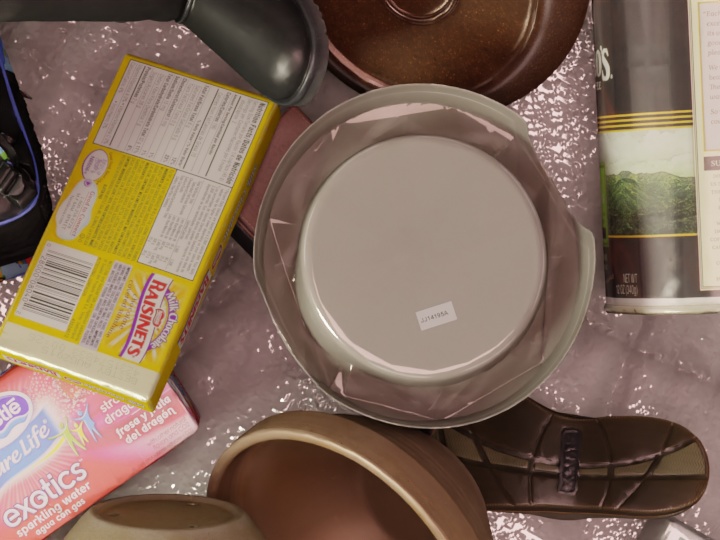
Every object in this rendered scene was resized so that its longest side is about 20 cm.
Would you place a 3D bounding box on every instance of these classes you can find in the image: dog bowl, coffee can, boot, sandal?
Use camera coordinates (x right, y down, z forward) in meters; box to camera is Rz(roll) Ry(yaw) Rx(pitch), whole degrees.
[{"bbox_3d":[0.035,-0.004,1.571,0.198,0.059,0.202,1,80,-3],"label":"dog bowl"},{"bbox_3d":[0.214,-0.078,1.619,0.145,0.146,0.202,-3,92,-3],"label":"coffee can"},{"bbox_3d":[-0.135,-0.157,1.560,0.199,0.165,0.066,5,120,-32],"label":"boot"},{"bbox_3d":[0.116,0.115,1.661,0.198,0.055,0.082,5,72,11],"label":"sandal"}]

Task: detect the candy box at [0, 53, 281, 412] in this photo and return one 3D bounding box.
[{"bbox_3d":[-0.129,-0.025,1.580,0.102,0.026,0.201,19,71,11],"label":"candy box"}]

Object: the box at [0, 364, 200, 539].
[{"bbox_3d":[-0.201,0.109,1.624,0.199,0.100,0.096,-35,93,-1],"label":"box"}]

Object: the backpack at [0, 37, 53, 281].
[{"bbox_3d":[-0.285,-0.088,1.598,0.181,0.135,0.201,-18,75,-3],"label":"backpack"}]

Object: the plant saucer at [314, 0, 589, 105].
[{"bbox_3d":[0.037,-0.178,1.614,0.199,0.035,0.202,8,119,15],"label":"plant saucer"}]

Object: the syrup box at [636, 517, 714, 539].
[{"bbox_3d":[0.253,0.232,1.662,0.199,0.081,0.079,30,91,-2],"label":"syrup box"}]

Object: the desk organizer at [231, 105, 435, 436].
[{"bbox_3d":[0.000,0.000,1.633,0.077,0.072,0.200,-44,85,-7],"label":"desk organizer"}]

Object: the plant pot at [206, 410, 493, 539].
[{"bbox_3d":[0.012,0.160,1.621,0.093,0.200,0.201,-38,94,-42],"label":"plant pot"}]

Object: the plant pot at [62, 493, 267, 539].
[{"bbox_3d":[-0.114,0.206,1.573,0.198,0.200,0.136,1,99,-3],"label":"plant pot"}]
